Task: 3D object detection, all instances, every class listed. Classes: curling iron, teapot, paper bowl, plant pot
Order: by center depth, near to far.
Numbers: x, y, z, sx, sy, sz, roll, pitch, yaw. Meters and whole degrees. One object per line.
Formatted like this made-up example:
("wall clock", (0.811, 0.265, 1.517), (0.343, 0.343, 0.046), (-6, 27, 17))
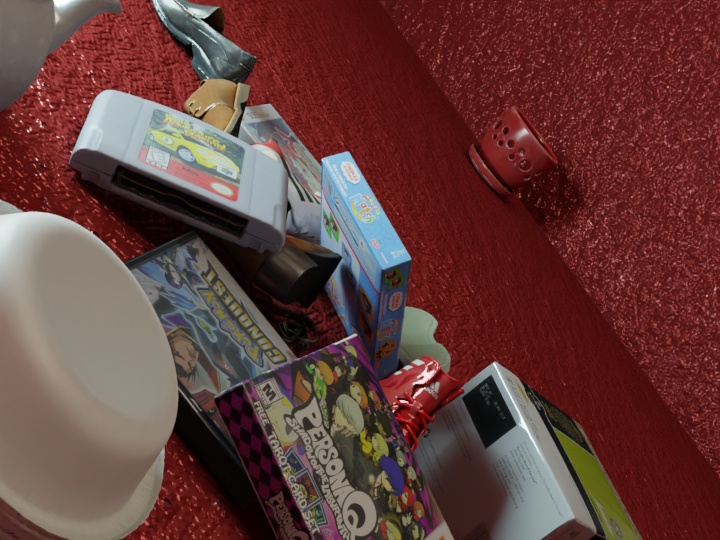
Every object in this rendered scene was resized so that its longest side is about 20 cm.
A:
("paper bowl", (-0.173, 0.053, 0.551), (0.202, 0.103, 0.202), (56, 15, -23))
("teapot", (-0.302, -0.224, 0.780), (0.198, 0.146, 0.201), (46, 17, -12))
("curling iron", (-0.105, 0.028, 0.977), (0.199, 0.026, 0.050), (34, 20, -45))
("plant pot", (0.408, -0.310, 2.837), (0.200, 0.182, 0.201), (45, 16, -17))

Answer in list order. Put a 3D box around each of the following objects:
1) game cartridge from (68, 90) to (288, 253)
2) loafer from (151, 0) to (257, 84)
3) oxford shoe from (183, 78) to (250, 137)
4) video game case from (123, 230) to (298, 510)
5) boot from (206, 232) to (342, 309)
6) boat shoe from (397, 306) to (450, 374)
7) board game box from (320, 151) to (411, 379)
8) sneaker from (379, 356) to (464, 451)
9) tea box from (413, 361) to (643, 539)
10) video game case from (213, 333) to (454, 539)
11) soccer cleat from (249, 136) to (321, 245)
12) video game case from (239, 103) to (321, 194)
("game cartridge", (-0.157, -0.094, 0.956), (0.197, 0.041, 0.134), (23, 27, -17))
("loafer", (-0.206, -0.320, 1.383), (0.201, 0.072, 0.073), (53, 17, 11))
("oxford shoe", (-0.170, -0.165, 1.192), (0.070, 0.072, 0.201), (16, 26, -11))
("video game case", (-0.114, 0.069, 0.835), (0.201, 0.025, 0.181), (51, 21, 0))
("boot", (-0.122, -0.042, 1.052), (0.199, 0.069, 0.188), (38, 14, 10))
("boat shoe", (0.059, 0.097, 1.220), (0.070, 0.062, 0.202), (1, 18, -6))
("board game box", (0.000, 0.000, 1.105), (0.202, 0.036, 0.152), (96, -29, -52))
("sneaker", (0.033, 0.135, 0.956), (0.078, 0.115, 0.201), (45, 17, -14))
("tea box", (0.176, 0.239, 1.088), (0.196, 0.133, 0.202), (35, 22, -40))
("video game case", (-0.012, 0.161, 0.806), (0.181, 0.035, 0.203), (-15, 78, -62))
("soccer cleat", (-0.075, -0.065, 1.209), (0.200, 0.068, 0.086), (48, 38, -39))
("video game case", (-0.089, -0.136, 1.389), (0.201, 0.023, 0.182), (51, 16, -1))
